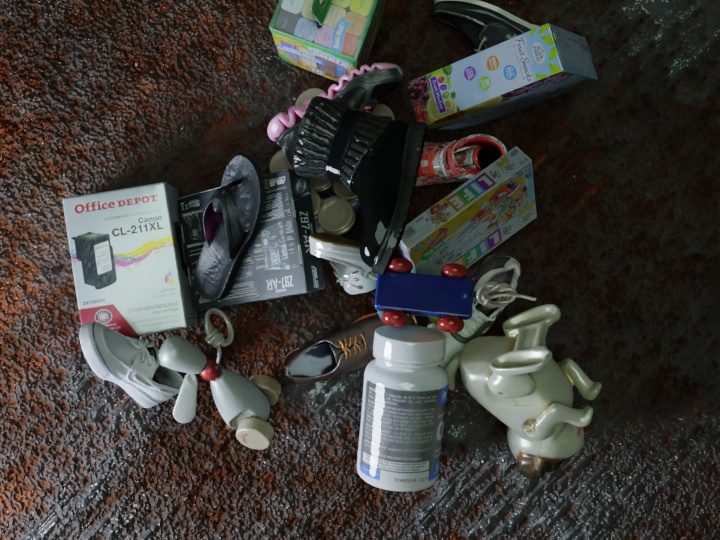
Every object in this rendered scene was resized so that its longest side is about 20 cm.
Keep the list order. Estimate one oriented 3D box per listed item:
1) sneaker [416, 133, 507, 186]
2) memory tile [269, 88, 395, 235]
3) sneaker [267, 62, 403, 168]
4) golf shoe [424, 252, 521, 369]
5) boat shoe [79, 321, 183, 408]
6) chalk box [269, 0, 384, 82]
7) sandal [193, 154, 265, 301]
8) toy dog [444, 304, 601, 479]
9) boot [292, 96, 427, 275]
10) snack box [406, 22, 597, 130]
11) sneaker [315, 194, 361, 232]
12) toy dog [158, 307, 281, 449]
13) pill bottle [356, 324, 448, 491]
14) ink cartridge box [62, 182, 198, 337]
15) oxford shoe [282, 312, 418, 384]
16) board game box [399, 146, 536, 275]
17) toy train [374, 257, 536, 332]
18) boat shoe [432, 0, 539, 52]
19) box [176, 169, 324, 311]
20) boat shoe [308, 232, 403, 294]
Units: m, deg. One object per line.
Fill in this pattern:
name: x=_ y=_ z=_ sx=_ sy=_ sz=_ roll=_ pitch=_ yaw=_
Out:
sneaker: x=0.101 y=-0.151 z=1.215 sx=0.201 sy=0.108 sz=0.068 roll=-1 pitch=88 yaw=0
memory tile: x=-0.048 y=-0.152 z=1.218 sx=0.153 sy=0.017 sz=0.201 roll=16 pitch=73 yaw=21
sneaker: x=-0.022 y=-0.198 z=1.181 sx=0.200 sy=0.079 sz=0.096 roll=-29 pitch=77 yaw=15
golf shoe: x=0.148 y=0.060 z=1.220 sx=0.077 sy=0.088 sz=0.200 roll=35 pitch=90 yaw=-2
boat shoe: x=-0.295 y=0.116 z=1.169 sx=0.065 sy=0.200 sz=0.074 roll=-20 pitch=60 yaw=6
chalk box: x=-0.039 y=-0.338 z=1.173 sx=0.123 sy=0.200 sz=0.125 roll=21 pitch=89 yaw=-1
sandal: x=-0.176 y=-0.051 z=1.152 sx=0.075 sy=0.048 sz=0.201 roll=28 pitch=108 yaw=29
toy dog: x=0.221 y=0.179 z=1.174 sx=0.193 sy=0.140 sz=0.200 roll=-21 pitch=111 yaw=20
boot: x=-0.012 y=-0.106 z=1.103 sx=0.157 sy=0.079 sz=0.212 roll=12 pitch=72 yaw=4
snack box: x=0.186 y=-0.244 z=1.152 sx=0.199 sy=0.169 sz=0.068 roll=-16 pitch=89 yaw=29
sneaker: x=-0.074 y=-0.071 z=1.229 sx=0.200 sy=0.075 sz=0.088 roll=-41 pitch=84 yaw=-4
toy dog: x=-0.196 y=0.162 z=1.199 sx=0.096 sy=0.132 sz=0.200 roll=-30 pitch=102 yaw=34
pill bottle: x=0.058 y=0.179 z=1.184 sx=0.113 sy=0.114 sz=0.201 roll=5 pitch=101 yaw=0
ink cartridge box: x=-0.315 y=-0.011 z=1.220 sx=0.145 sy=0.083 sz=0.201 roll=-9 pitch=89 yaw=0
oxford shoe: x=-0.012 y=0.110 z=1.223 sx=0.199 sy=0.073 sz=0.072 roll=-25 pitch=88 yaw=-1
board game box: x=0.146 y=-0.062 z=1.191 sx=0.200 sy=0.135 sz=0.034 roll=-36 pitch=58 yaw=-7
toy train: x=0.117 y=0.045 z=1.153 sx=0.199 sy=0.116 sz=0.085 roll=6 pitch=75 yaw=0
boat shoe: x=0.188 y=-0.323 z=1.239 sx=0.199 sy=0.072 sz=0.068 roll=25 pitch=86 yaw=-2
box: x=-0.150 y=-0.037 z=1.191 sx=0.199 sy=0.043 sz=0.161 roll=-11 pitch=88 yaw=32
boat shoe: x=0.000 y=0.000 z=1.179 sx=0.071 sy=0.200 sz=0.070 roll=28 pitch=97 yaw=40
